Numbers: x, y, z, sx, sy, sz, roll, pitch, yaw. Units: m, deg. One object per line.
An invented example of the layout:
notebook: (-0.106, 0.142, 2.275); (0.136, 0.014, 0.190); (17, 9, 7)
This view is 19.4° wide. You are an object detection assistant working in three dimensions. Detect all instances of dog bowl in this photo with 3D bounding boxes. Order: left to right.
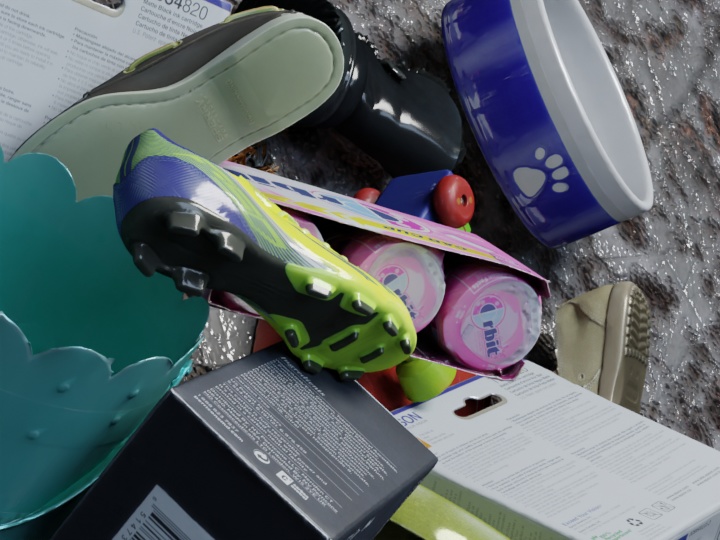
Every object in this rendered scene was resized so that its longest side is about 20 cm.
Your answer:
dog bowl: (0.137, -0.121, 1.528); (0.201, 0.078, 0.201); (55, 20, -32)

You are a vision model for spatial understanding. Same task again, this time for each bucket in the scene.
bucket: (-0.192, 0.034, 1.038); (0.206, 0.135, 0.208); (27, 21, -11)

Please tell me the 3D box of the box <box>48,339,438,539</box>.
box: (-0.066, 0.132, 1.060); (0.107, 0.149, 0.200); (41, 16, 8)

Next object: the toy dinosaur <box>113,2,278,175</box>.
toy dinosaur: (-0.125, -0.089, 1.284); (0.200, 0.101, 0.137); (11, 75, -67)

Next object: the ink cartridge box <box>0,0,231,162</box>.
ink cartridge box: (-0.184, -0.088, 1.170); (0.198, 0.040, 0.202); (21, 87, -38)

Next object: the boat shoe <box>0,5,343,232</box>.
boat shoe: (-0.106, -0.083, 1.149); (0.072, 0.200, 0.061); (68, -9, -24)

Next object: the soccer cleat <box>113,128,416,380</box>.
soccer cleat: (-0.043, -0.009, 1.072); (0.199, 0.065, 0.084); (30, 36, -37)

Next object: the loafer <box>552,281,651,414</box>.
loafer: (0.160, 0.106, 1.485); (0.076, 0.068, 0.202); (38, 58, -53)

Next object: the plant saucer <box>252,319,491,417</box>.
plant saucer: (0.019, 0.065, 1.384); (0.199, 0.037, 0.201); (34, 47, -30)

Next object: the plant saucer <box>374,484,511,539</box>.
plant saucer: (0.041, 0.157, 1.234); (0.199, 0.199, 0.031); (38, 76, -25)

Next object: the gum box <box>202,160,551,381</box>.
gum box: (0.000, 0.000, 1.185); (0.198, 0.113, 0.067); (15, 98, -21)

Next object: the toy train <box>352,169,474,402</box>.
toy train: (0.020, 0.037, 1.324); (0.116, 0.084, 0.201); (60, 42, -27)

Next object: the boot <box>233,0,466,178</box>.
boot: (0.008, -0.111, 1.389); (0.167, 0.077, 0.200); (33, 9, -26)

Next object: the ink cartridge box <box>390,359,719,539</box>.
ink cartridge box: (0.130, 0.131, 1.337); (0.199, 0.041, 0.199); (26, 25, 31)
